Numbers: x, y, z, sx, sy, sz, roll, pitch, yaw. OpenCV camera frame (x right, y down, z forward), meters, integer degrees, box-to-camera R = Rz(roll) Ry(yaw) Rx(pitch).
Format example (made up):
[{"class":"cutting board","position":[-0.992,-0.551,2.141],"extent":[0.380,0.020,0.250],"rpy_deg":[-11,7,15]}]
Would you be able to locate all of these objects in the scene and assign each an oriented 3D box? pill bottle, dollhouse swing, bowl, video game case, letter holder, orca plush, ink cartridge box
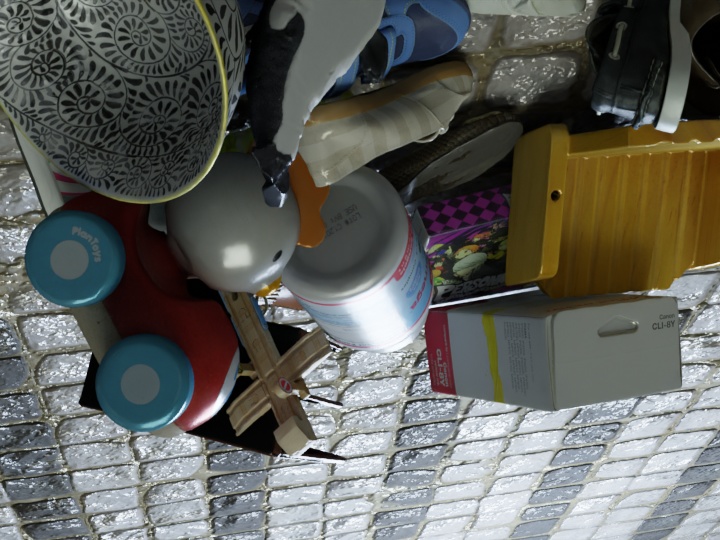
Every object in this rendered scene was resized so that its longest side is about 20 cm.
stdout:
[{"class":"pill bottle","position":[0.000,0.000,1.036],"extent":[0.107,0.110,0.200],"rpy_deg":[-15,160,7]},{"class":"dollhouse swing","position":[0.247,-0.047,1.049],"extent":[0.197,0.176,0.184],"rpy_deg":[-4,108,-20]},{"class":"bowl","position":[-0.139,-0.151,0.796],"extent":[0.201,0.201,0.094],"rpy_deg":[-42,-177,45]},{"class":"video game case","position":[0.127,-0.022,1.190],"extent":[0.197,0.036,0.182],"rpy_deg":[-14,156,-17]},{"class":"letter holder","position":[-0.110,0.093,1.107],"extent":[0.198,0.102,0.142],"rpy_deg":[10,172,29]},{"class":"orca plush","position":[-0.040,-0.136,0.818],"extent":[0.070,0.203,0.105],"rpy_deg":[-2,161,42]},{"class":"ink cartridge box","position":[0.168,0.068,1.163],"extent":[0.143,0.085,0.199],"rpy_deg":[-7,-177,-27]}]

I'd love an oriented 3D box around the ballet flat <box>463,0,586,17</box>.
[{"class":"ballet flat","position":[0.153,-0.208,0.861],"extent":[0.198,0.070,0.069],"rpy_deg":[-25,149,25]}]

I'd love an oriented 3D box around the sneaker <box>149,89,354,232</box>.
[{"class":"sneaker","position":[-0.072,-0.073,1.021],"extent":[0.198,0.077,0.105],"rpy_deg":[-26,150,24]}]

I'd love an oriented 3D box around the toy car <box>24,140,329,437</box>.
[{"class":"toy car","position":[-0.100,-0.003,0.899],"extent":[0.198,0.178,0.184],"rpy_deg":[-30,180,-1]}]

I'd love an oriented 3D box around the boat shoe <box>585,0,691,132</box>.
[{"class":"boat shoe","position":[0.180,-0.156,0.871],"extent":[0.059,0.201,0.077],"rpy_deg":[11,117,2]}]

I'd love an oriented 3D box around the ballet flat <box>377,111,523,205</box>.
[{"class":"ballet flat","position":[0.045,-0.083,1.087],"extent":[0.199,0.047,0.067],"rpy_deg":[-31,152,26]}]

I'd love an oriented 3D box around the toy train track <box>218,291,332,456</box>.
[{"class":"toy train track","position":[-0.088,0.049,0.992],"extent":[0.115,0.201,0.032],"rpy_deg":[-42,150,28]}]

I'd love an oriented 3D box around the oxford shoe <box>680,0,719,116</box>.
[{"class":"oxford shoe","position":[0.263,-0.161,0.971],"extent":[0.072,0.085,0.200],"rpy_deg":[-18,153,11]}]

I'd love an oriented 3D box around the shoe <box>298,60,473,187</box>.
[{"class":"shoe","position":[0.020,-0.107,0.934],"extent":[0.069,0.054,0.199],"rpy_deg":[-15,-173,41]}]

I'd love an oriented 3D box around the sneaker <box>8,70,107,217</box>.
[{"class":"sneaker","position":[-0.175,-0.092,0.948],"extent":[0.119,0.085,0.201],"rpy_deg":[-1,151,2]}]

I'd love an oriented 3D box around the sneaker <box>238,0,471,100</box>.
[{"class":"sneaker","position":[-0.017,-0.151,0.888],"extent":[0.197,0.083,0.074],"rpy_deg":[-6,150,-12]}]

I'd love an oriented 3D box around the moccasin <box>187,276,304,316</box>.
[{"class":"moccasin","position":[-0.116,0.012,1.158],"extent":[0.200,0.079,0.073],"rpy_deg":[16,143,-41]}]
